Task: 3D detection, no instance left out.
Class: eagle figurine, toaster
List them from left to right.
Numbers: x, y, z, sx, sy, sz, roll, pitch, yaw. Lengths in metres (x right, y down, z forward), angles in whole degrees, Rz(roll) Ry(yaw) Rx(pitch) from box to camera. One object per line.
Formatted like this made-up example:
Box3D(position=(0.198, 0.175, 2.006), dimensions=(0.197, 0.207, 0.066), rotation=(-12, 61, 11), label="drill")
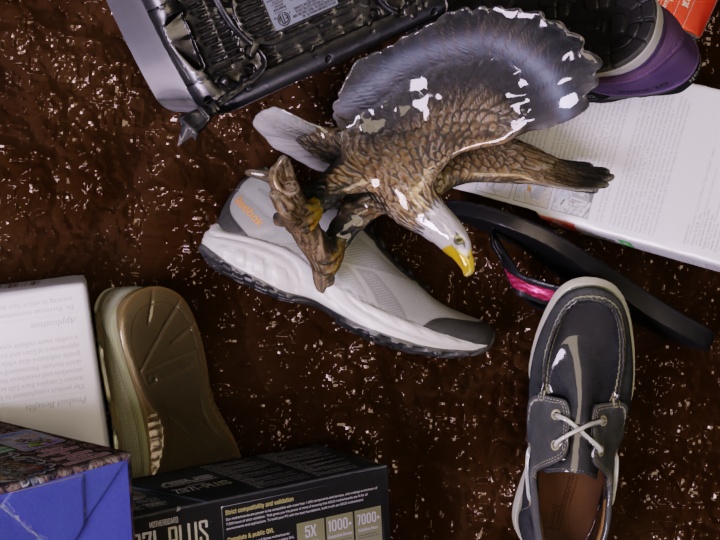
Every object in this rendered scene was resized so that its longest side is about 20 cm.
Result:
Box3D(position=(-0.072, -0.197, 1.057), dimensions=(0.199, 0.119, 0.182), rotation=(-27, 101, -17), label="toaster")
Box3D(position=(0.043, -0.067, 1.042), dimensions=(0.200, 0.152, 0.151), rotation=(-34, 105, -4), label="eagle figurine")

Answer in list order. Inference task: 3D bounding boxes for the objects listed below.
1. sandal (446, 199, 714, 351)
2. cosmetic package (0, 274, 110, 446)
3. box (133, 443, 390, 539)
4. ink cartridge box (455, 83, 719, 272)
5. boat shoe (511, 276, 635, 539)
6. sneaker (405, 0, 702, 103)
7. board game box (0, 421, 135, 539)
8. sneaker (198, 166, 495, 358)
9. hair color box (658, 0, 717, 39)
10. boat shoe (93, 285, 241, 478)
Box3D(position=(0.139, 0.013, 1.134), dimensions=(0.199, 0.075, 0.045), rotation=(30, 87, -10), label="sandal")
Box3D(position=(-0.206, 0.109, 1.091), dimensions=(0.101, 0.074, 0.201), rotation=(-7, 95, -8), label="cosmetic package")
Box3D(position=(-0.084, 0.206, 1.058), dimensions=(0.199, 0.086, 0.165), rotation=(-8, 99, -34), label="box")
Box3D(position=(0.165, -0.076, 1.136), dimensions=(0.199, 0.050, 0.110), rotation=(16, 90, 18), label="ink cartridge box")
Box3D(position=(0.141, 0.104, 1.110), dimensions=(0.071, 0.068, 0.201), rotation=(5, 110, -4), label="boat shoe")
Box3D(position=(0.118, -0.131, 1.094), dimensions=(0.087, 0.199, 0.076), rotation=(26, 77, -47), label="sneaker")
Box3D(position=(-0.224, 0.172, 0.971), dimensions=(0.097, 0.199, 0.160), rotation=(-11, 104, -47), label="board game box")
Box3D(position=(0.000, 0.000, 1.116), dimensions=(0.199, 0.074, 0.080), rotation=(26, 83, -8), label="sneaker")
Box3D(position=(0.123, -0.209, 1.105), dimensions=(0.199, 0.111, 0.064), rotation=(25, 88, -7), label="hair color box")
Box3D(position=(-0.127, 0.108, 1.113), dimensions=(0.073, 0.063, 0.202), rotation=(-21, 102, -32), label="boat shoe")
